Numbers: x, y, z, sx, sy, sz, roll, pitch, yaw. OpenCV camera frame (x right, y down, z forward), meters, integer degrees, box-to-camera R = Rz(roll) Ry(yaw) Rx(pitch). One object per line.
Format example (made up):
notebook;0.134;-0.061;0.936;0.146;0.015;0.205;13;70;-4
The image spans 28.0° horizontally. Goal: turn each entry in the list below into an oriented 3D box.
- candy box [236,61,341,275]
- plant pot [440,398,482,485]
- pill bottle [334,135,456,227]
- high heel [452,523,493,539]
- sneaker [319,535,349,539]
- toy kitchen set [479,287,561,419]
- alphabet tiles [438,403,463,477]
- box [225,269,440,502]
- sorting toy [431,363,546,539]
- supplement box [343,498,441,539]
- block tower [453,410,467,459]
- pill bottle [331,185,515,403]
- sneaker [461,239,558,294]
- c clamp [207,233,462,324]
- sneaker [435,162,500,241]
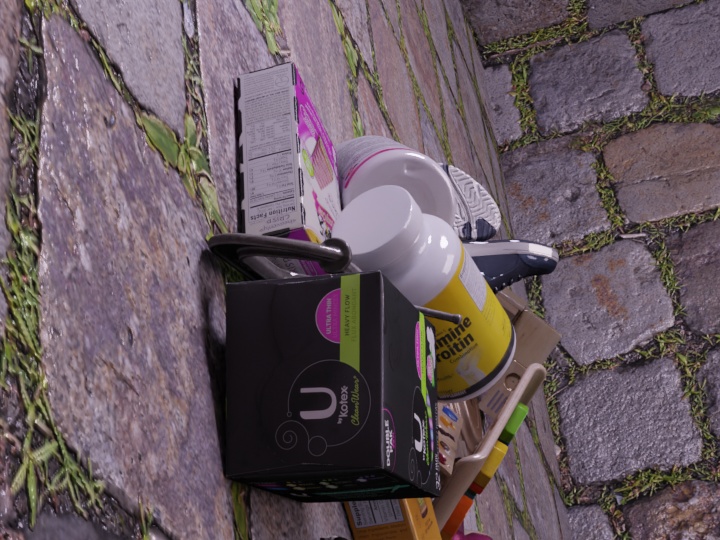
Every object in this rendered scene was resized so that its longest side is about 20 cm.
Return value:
candy box;-0.061;-0.069;1.306;0.137;0.060;0.201;63;18;-51
plant pot;0.085;0.160;1.671;0.201;0.092;0.203;-14;90;-80
pill bottle;0.019;-0.077;1.464;0.200;0.112;0.114;-137;-151;-73
high heel;0.112;0.344;1.700;0.200;0.067;0.097;58;38;-51
sneaker;0.016;0.267;1.232;0.200;0.079;0.075;51;29;-63
toy kitchen set;0.197;0.115;2.332;0.199;0.181;0.163;37;5;6
alphabet tiles;0.037;0.119;1.467;0.167;0.008;0.200;41;14;-2
box;-0.017;0.097;1.118;0.200;0.123;0.150;44;43;-69
sorting toy;0.124;0.209;1.514;0.200;0.036;0.186;-43;164;-51
supplement box;0.032;0.240;1.358;0.067;0.068;0.202;-38;116;-68
block tower;0.050;0.179;1.486;0.200;0.054;0.058;9;68;-67
pill bottle;0.055;0.021;1.301;0.200;0.111;0.113;54;23;-38
sneaker;0.133;0.040;1.615;0.077;0.200;0.148;152;-64;-68
c clamp;-0.025;0.001;1.149;0.200;0.169;0.027;35;65;-65
sneaker;0.067;-0.076;1.684;0.130;0.197;0.080;77;27;-78
